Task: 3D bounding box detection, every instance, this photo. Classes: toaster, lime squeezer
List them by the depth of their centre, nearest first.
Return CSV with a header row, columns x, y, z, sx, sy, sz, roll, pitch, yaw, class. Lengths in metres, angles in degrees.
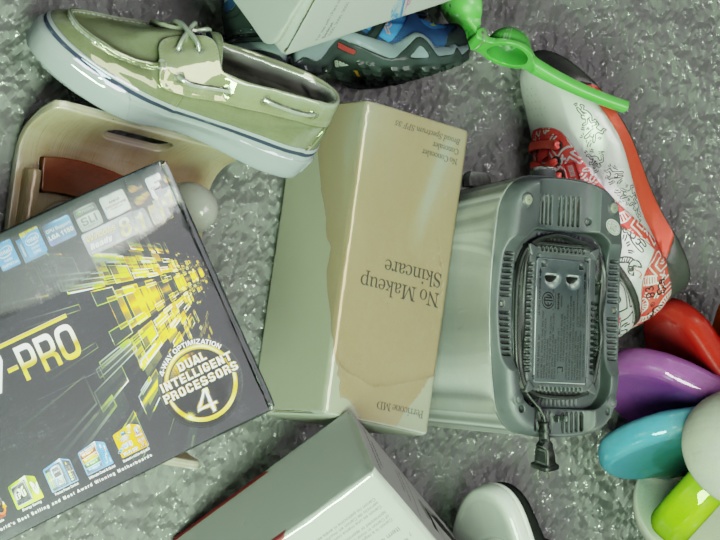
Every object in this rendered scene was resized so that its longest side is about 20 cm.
x,y,z,sx,sy,sz,roll,pitch,yaw,class
0.094,0.034,1.773,0.113,0.129,0.202,2,87,-39,toaster
0.096,-0.168,1.815,0.200,0.038,0.071,51,46,0,lime squeezer

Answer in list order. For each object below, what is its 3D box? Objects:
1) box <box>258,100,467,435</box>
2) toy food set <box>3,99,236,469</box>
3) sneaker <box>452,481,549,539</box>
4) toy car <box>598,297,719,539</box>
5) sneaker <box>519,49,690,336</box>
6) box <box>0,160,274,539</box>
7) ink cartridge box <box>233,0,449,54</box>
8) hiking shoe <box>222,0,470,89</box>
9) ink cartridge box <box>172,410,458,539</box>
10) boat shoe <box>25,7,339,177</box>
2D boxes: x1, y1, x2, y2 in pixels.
x,y,z,sx,sy,sz,roll,pitch,yaw,class
0.000,0.000,1.728,0.094,0.077,0.202,12,81,-39,box
-0.143,0.011,1.621,0.143,0.060,0.202,13,81,-39,toy food set
0.130,0.219,1.844,0.112,0.073,0.201,-28,115,-40,sneaker
0.242,0.095,1.895,0.150,0.175,0.200,35,63,4,toy car
0.142,-0.043,1.854,0.108,0.067,0.202,-38,107,-25,sneaker
-0.171,0.049,1.550,0.199,0.049,0.162,-24,92,-16,box
-0.005,-0.233,1.681,0.199,0.085,0.145,-23,67,-39,ink cartridge box
-0.006,-0.164,1.730,0.199,0.074,0.087,-2,83,-44,hiking shoe
-0.001,0.212,1.682,0.146,0.083,0.200,-36,117,5,ink cartridge box
-0.105,-0.121,1.629,0.199,0.072,0.062,21,118,-28,boat shoe
